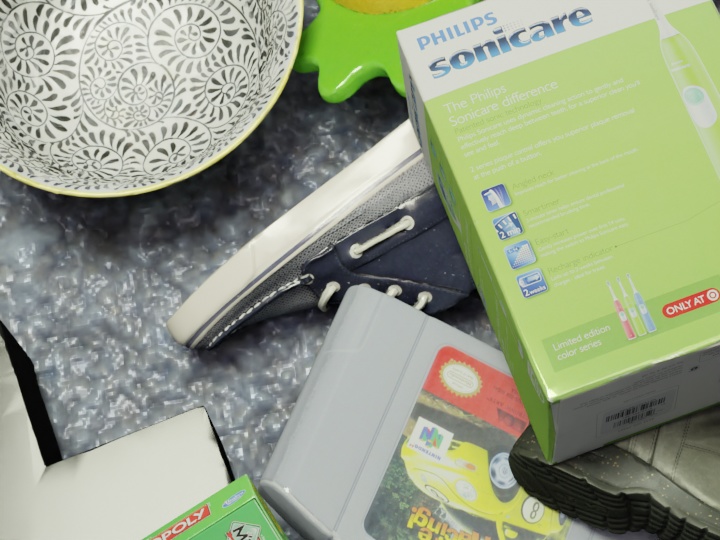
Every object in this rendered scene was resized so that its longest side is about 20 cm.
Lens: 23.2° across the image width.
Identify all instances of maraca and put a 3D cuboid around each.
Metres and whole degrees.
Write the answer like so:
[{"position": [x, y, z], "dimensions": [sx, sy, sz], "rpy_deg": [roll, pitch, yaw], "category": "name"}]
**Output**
[{"position": [0.030, -0.170, 0.934], "dimensions": [0.136, 0.107, 0.202], "rpy_deg": [-3, 54, 32], "category": "maraca"}]

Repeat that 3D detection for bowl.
[{"position": [-0.124, -0.118, 0.943], "dimensions": [0.198, 0.094, 0.203], "rpy_deg": [-1, 73, 4], "category": "bowl"}]

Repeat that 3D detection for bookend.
[{"position": [-0.149, 0.108, 0.875], "dimensions": [0.197, 0.092, 0.202], "rpy_deg": [-22, 71, -5], "category": "bookend"}]

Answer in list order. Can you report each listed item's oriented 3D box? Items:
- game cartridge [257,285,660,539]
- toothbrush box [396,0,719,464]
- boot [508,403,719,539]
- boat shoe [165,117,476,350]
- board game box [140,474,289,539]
[{"position": [0.057, 0.108, 0.859], "dimensions": [0.198, 0.041, 0.134], "rpy_deg": [26, 70, -3], "category": "game cartridge"}, {"position": [0.117, -0.035, 0.811], "dimensions": [0.144, 0.086, 0.202], "rpy_deg": [-20, 65, -3], "category": "toothbrush box"}, {"position": [0.179, 0.077, 0.826], "dimensions": [0.199, 0.068, 0.131], "rpy_deg": [26, 66, 16], "category": "boot"}, {"position": [0.000, 0.000, 0.912], "dimensions": [0.199, 0.075, 0.093], "rpy_deg": [-38, 90, 4], "category": "boat shoe"}, {"position": [-0.058, 0.211, 0.805], "dimensions": [0.134, 0.029, 0.201], "rpy_deg": [-31, 110, -4], "category": "board game box"}]
